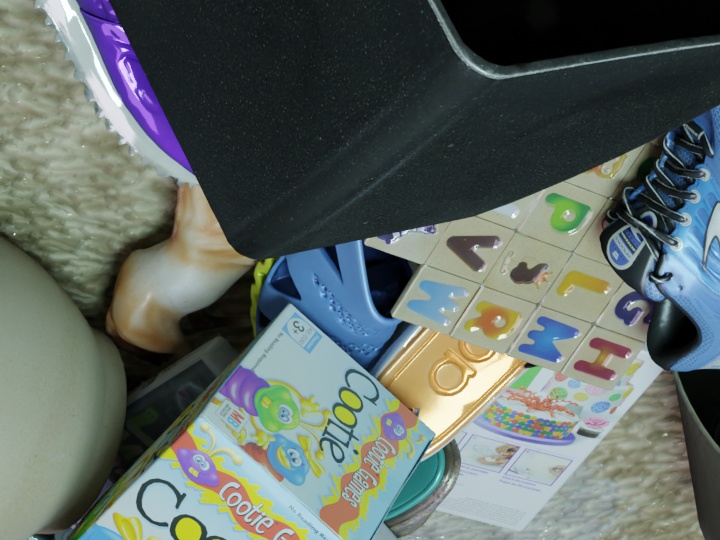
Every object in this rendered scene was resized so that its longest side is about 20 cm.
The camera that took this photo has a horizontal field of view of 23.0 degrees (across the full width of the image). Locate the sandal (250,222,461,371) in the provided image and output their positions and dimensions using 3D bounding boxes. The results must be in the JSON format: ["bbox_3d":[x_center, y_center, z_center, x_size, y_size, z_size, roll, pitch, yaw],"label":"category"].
[{"bbox_3d":[0.000,0.000,0.898,0.079,0.087,0.200,4,129,-23],"label":"sandal"}]

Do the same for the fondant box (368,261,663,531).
[{"bbox_3d":[0.069,0.066,1.032,0.144,0.058,0.200,16,140,-14],"label":"fondant box"}]

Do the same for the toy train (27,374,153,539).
[{"bbox_3d":[-0.181,0.125,1.108,0.200,0.085,0.114,-17,127,23],"label":"toy train"}]

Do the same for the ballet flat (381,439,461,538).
[{"bbox_3d":[-0.007,0.135,1.040,0.200,0.068,0.067,-21,152,36],"label":"ballet flat"}]

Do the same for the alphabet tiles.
[{"bbox_3d":[0.110,-0.022,0.843,0.200,0.006,0.166,19,118,-24],"label":"alphabet tiles"}]

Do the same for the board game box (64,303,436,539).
[{"bbox_3d":[-0.072,0.128,0.918,0.103,0.105,0.200,42,129,-4],"label":"board game box"}]

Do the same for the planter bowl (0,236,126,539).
[{"bbox_3d":[-0.214,0.073,0.969,0.135,0.200,0.200,18,140,-36],"label":"planter bowl"}]

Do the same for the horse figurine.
[{"bbox_3d":[-0.081,0.005,0.976,0.132,0.050,0.200,23,134,-33],"label":"horse figurine"}]

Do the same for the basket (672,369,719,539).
[{"bbox_3d":[0.243,0.092,0.985,0.136,0.180,0.200,-21,149,-2],"label":"basket"}]

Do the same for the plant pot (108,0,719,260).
[{"bbox_3d":[0.019,-0.113,0.660,0.200,0.200,0.177,-13,159,-40],"label":"plant pot"}]

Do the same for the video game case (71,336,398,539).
[{"bbox_3d":[-0.077,0.151,1.016,0.182,0.023,0.200,-32,103,37],"label":"video game case"}]

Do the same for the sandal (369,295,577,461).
[{"bbox_3d":[0.079,0.026,0.907,0.079,0.059,0.207,37,95,-17],"label":"sandal"}]

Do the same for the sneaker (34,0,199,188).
[{"bbox_3d":[-0.085,-0.129,0.775,0.099,0.070,0.200,-23,118,17],"label":"sneaker"}]

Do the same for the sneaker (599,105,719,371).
[{"bbox_3d":[0.156,-0.026,0.799,0.089,0.079,0.200,-15,127,-5],"label":"sneaker"}]
